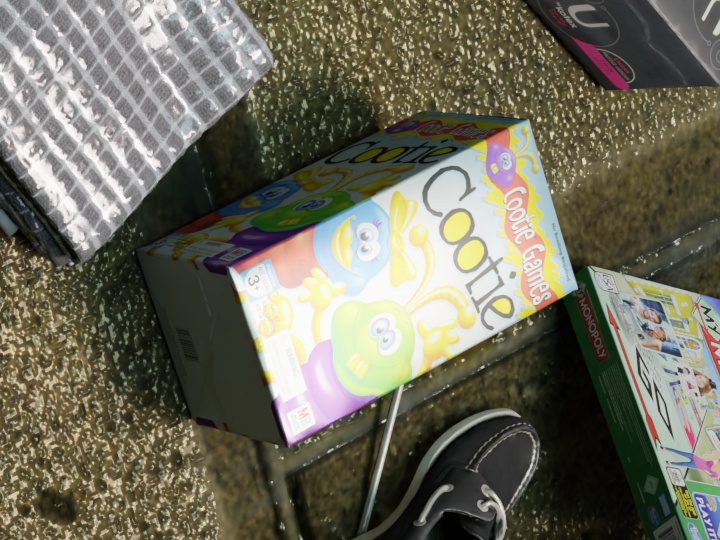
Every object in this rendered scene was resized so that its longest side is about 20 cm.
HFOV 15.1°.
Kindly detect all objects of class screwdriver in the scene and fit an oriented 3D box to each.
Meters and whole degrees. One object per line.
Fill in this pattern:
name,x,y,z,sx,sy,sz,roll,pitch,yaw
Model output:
screwdriver,0.028,0.060,1.556,0.029,0.028,0.202,11,86,-12

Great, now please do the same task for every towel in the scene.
towel,-0.150,-0.119,1.350,0.166,0.085,0.200,-52,123,-25

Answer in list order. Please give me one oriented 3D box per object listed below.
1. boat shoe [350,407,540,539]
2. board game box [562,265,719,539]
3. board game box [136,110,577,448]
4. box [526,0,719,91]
boat shoe,0.048,0.151,1.549,0.200,0.060,0.074,-38,122,-36
board game box,0.202,0.097,1.635,0.134,0.029,0.201,13,48,-41
board game box,0.000,0.000,1.456,0.199,0.103,0.106,-28,109,-28
box,0.191,-0.222,1.631,0.122,0.106,0.201,44,65,-31
